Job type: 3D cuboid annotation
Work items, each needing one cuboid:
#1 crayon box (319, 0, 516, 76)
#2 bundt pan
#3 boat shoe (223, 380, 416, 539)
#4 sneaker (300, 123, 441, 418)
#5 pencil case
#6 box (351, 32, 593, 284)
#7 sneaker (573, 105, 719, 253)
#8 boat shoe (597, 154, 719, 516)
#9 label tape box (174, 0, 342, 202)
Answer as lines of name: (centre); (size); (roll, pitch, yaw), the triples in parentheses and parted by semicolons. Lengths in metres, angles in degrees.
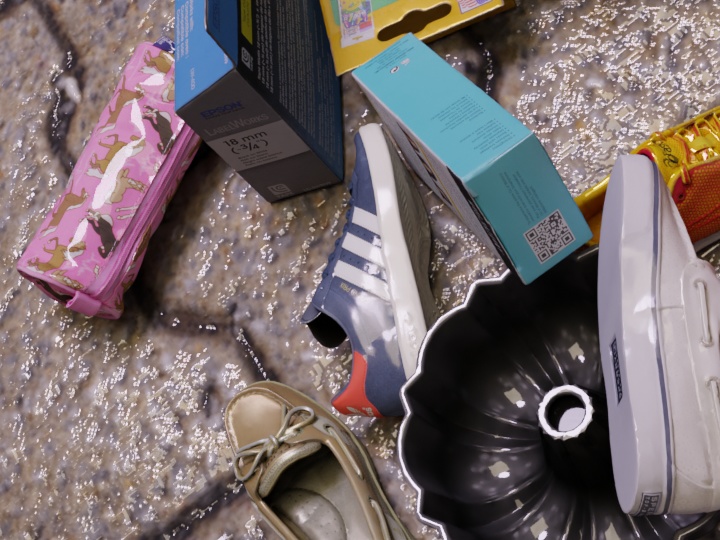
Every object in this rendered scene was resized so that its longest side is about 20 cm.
crayon box: (0.030, -0.226, 1.071); (0.126, 0.052, 0.200); (-21, 59, 15)
bundt pan: (0.126, 0.091, 0.857); (0.202, 0.076, 0.202); (-11, 62, 21)
boat shoe: (-0.027, 0.136, 0.917); (0.073, 0.063, 0.201); (-39, 56, 4)
sneaker: (0.000, 0.000, 0.963); (0.084, 0.075, 0.200); (-17, 59, 16)
pencil case: (-0.163, -0.062, 1.068); (0.083, 0.087, 0.200); (27, 79, 1)
box: (0.062, -0.073, 0.916); (0.049, 0.082, 0.200); (-35, 31, -1)
sneaker: (0.206, -0.060, 0.893); (0.200, 0.077, 0.073); (-37, 55, 3)
boat shoe: (0.165, 0.031, 0.792); (0.070, 0.071, 0.200); (2, 60, -4)
label tape box: (-0.080, -0.155, 1.000); (0.063, 0.200, 0.144); (-14, 61, 20)
